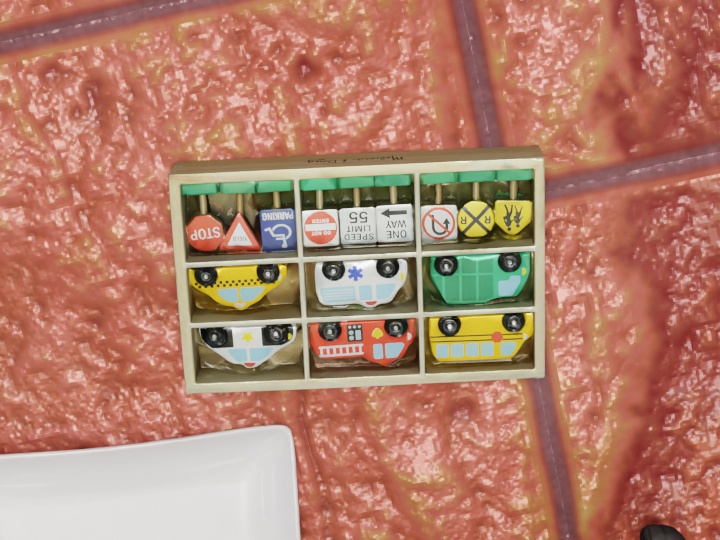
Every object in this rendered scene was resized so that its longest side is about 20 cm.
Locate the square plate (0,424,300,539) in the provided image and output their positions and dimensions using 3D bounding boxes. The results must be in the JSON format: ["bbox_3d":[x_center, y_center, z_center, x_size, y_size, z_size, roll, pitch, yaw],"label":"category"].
[{"bbox_3d":[-0.128,0.194,0.858,0.198,0.028,0.200,-5,90,-10],"label":"square plate"}]

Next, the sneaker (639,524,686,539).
[{"bbox_3d":[0.218,0.216,0.877,0.088,0.074,0.201,-21,118,8],"label":"sneaker"}]

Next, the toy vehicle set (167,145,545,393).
[{"bbox_3d":[0.000,0.000,0.825,0.198,0.027,0.125,-3,109,2],"label":"toy vehicle set"}]

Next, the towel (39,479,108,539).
[{"bbox_3d":[-0.214,0.213,0.907,0.199,0.023,0.144,-27,108,10],"label":"towel"}]
